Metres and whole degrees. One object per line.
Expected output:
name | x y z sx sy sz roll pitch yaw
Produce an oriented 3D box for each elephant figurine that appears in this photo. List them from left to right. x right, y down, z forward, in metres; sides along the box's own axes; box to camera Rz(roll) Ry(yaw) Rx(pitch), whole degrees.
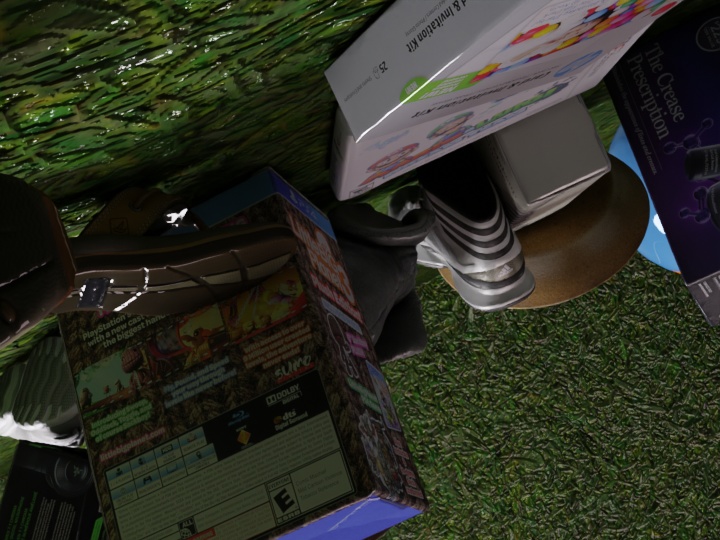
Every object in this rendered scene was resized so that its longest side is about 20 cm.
elephant figurine | 0.000 0.000 0.848 0.199 0.156 0.142 -21 160 -40

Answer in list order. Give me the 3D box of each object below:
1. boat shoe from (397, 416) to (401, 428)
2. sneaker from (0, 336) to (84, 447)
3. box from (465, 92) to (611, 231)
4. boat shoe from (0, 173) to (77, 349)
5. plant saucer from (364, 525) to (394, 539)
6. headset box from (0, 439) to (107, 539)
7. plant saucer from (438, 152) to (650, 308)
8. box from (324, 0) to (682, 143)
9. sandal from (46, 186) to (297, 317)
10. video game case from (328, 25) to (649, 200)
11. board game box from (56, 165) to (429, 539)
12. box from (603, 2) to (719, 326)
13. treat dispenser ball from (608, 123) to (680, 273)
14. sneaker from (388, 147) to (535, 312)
boat shoe | -0.066 0.079 0.743 0.199 0.063 0.074 18 -120 32
sneaker | -0.239 0.105 0.917 0.081 0.076 0.199 26 159 -26
box | 0.129 -0.083 0.871 0.068 0.083 0.200 -24 174 -1
boat shoe | -0.192 0.016 0.377 0.197 0.077 0.074 -17 -179 -1
plant saucer | -0.061 0.131 0.782 0.197 0.035 0.201 1 -157 0
headset box | -0.166 0.200 0.872 0.197 0.094 0.174 12 170 11
plant saucer | 0.154 -0.054 1.002 0.198 0.201 0.036 -25 133 1
box | 0.095 -0.125 0.461 0.155 0.042 0.199 -22 175 -35
sandal | -0.122 -0.011 0.560 0.197 0.055 0.082 -7 162 -25
video game case | 0.074 -0.105 0.676 0.198 0.024 0.182 -25 175 -5
board game box | -0.074 0.073 0.668 0.158 0.202 0.097 -25 156 13
box | 0.270 -0.086 0.799 0.140 0.202 0.079 -25 144 18
treat dispenser ball | 0.344 -0.094 1.121 0.199 0.203 0.201 -24 176 -2
sneaker | 0.070 -0.059 0.905 0.075 0.117 0.200 -25 -150 -13
